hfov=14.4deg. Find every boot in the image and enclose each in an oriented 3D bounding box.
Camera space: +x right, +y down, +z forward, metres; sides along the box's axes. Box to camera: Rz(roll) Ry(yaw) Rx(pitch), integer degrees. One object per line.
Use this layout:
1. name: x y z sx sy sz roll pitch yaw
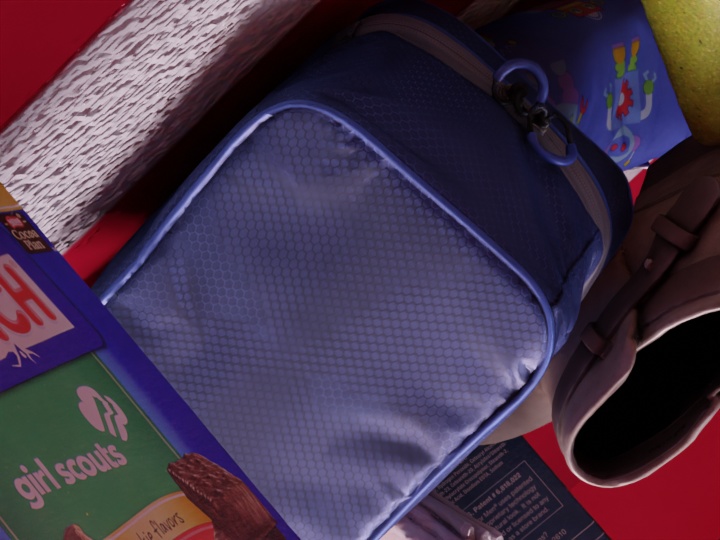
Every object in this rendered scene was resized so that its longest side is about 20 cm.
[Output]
1. boot: 0.089 0.032 1.057 0.200 0.070 0.146 -49 -165 28

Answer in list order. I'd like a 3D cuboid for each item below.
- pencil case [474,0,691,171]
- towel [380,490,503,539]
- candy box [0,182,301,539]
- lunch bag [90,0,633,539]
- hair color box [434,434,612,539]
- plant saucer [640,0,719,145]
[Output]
1. pencil case: 0.079 -0.067 1.160 0.200 0.078 0.087 -25 118 -52
2. towel: -0.005 0.121 1.181 0.032 0.200 0.191 -43 144 -22
3. candy box: -0.103 0.075 0.800 0.077 0.200 0.169 -46 169 21
4. lunch bag: 0.000 0.000 1.007 0.200 0.136 0.132 -45 -176 29
5. hair color box: 0.019 0.076 1.210 0.060 0.200 0.100 -37 169 -20
6. plant saucer: 0.180 -0.155 0.981 0.200 0.048 0.200 -38 135 -10
